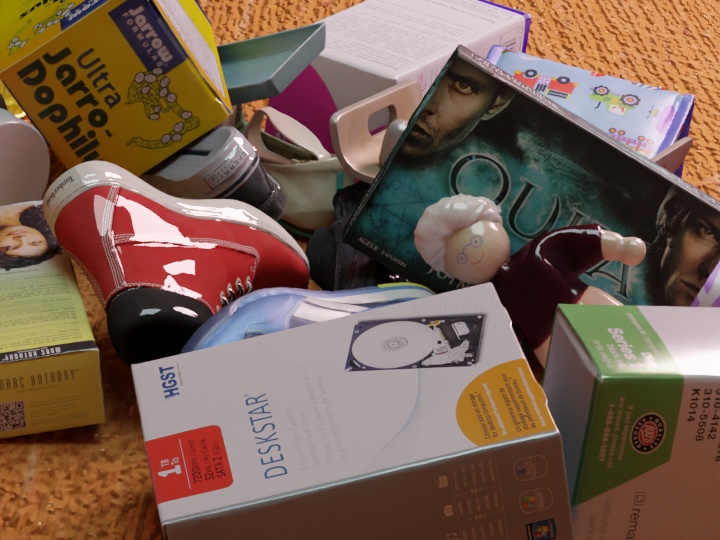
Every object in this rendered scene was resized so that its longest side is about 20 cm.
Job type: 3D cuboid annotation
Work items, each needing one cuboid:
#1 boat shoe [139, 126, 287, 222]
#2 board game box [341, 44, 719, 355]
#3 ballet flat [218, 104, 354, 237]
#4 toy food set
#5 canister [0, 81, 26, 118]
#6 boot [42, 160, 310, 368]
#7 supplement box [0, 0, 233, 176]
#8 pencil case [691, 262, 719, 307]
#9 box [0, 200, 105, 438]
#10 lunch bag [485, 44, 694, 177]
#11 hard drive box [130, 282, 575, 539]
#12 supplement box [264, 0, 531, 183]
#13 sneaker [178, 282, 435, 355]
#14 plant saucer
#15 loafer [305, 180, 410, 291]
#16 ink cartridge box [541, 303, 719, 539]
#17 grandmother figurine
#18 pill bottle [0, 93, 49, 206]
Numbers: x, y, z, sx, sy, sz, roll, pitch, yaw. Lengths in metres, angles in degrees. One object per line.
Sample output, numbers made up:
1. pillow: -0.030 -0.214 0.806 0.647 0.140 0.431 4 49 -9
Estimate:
1. boat shoe: -0.107 -0.053 1.723 0.072 0.071 0.200 -41 19 -11
2. board game box: 0.107 -0.026 1.576 0.199 0.136 0.028 30 15 -8
3. ballet flat: -0.080 -0.087 1.808 0.199 0.070 0.069 26 30 34
4. toy food set: 0.097 -0.083 1.698 0.199 0.061 0.143 15 19 20
5. canister: -0.333 -0.167 1.874 0.199 0.087 0.148 22 27 29
6. boot: -0.086 0.024 1.556 0.199 0.072 0.145 18 34 -48
7. supplement box: -0.163 -0.145 1.740 0.109 0.109 0.200 -33 22 6
8. pencil case: 0.148 0.016 1.655 0.199 0.085 0.086 7 -17 -5
9. box: -0.197 0.024 1.534 0.075 0.050 0.200 -9 29 -11
10. lunch bag: 0.124 -0.052 1.804 0.150 0.095 0.200 16 38 15
11. hard drive box: -0.006 0.095 1.354 0.199 0.077 0.156 -14 30 -5
12. supplement box: 0.027 -0.127 1.889 0.103 0.102 0.200 20 26 24
13. sneaker: -0.013 0.054 1.466 0.199 0.074 0.082 -11 33 -35
14. plant saucer: -0.103 -0.127 1.793 0.199 0.019 0.070 -6 34 47
15. loafer: 0.000 0.000 1.659 0.070 0.068 0.201 -9 26 12
16. ink cartridge box: 0.194 0.100 1.399 0.199 0.147 0.084 1 25 -15
17. grandmother figurine: 0.116 0.026 1.525 0.200 0.121 0.061 38 -4 5
18. pill bottle: -0.292 -0.089 1.687 0.199 0.113 0.112 29 31 35
